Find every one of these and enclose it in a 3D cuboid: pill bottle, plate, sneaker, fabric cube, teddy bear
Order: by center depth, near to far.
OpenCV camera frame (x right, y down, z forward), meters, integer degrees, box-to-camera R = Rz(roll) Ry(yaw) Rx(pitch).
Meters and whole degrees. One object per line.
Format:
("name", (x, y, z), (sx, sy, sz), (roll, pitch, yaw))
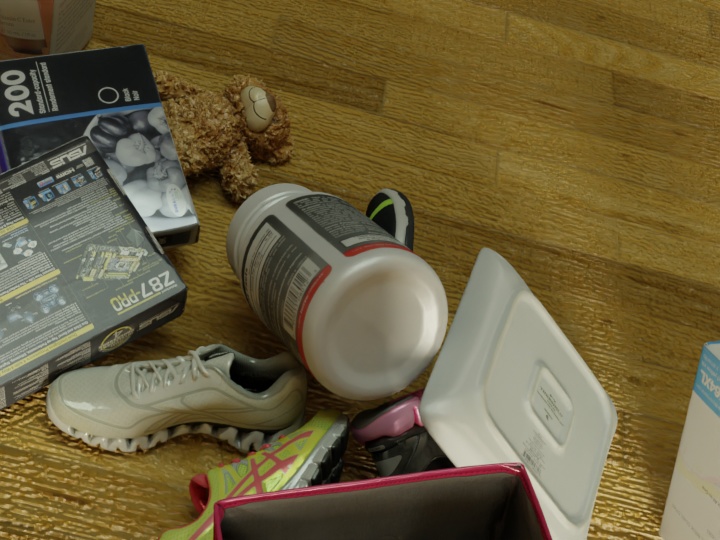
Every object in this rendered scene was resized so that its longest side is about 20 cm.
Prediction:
("fabric cube", (0.017, 0.261, 0.845), (0.194, 0.201, 0.201), (-4, 46, -14))
("sneaker", (-0.075, 0.158, 1.027), (0.090, 0.079, 0.200), (23, 40, 18))
("sneaker", (-0.135, 0.088, 1.074), (0.197, 0.082, 0.076), (2, 47, -14))
("pill bottle", (-0.026, 0.007, 1.093), (0.115, 0.117, 0.200), (-7, 24, -24))
("plate", (0.134, 0.108, 1.093), (0.200, 0.032, 0.201), (52, 38, -21))
("sneaker", (0.081, 0.130, 1.120), (0.199, 0.079, 0.096), (-17, 82, -41))
("sneaker", (0.000, 0.000, 1.214), (0.082, 0.072, 0.201), (8, 43, -7))
("teddy bear", (-0.148, -0.126, 1.297), (0.198, 0.067, 0.146), (-4, 49, -21))

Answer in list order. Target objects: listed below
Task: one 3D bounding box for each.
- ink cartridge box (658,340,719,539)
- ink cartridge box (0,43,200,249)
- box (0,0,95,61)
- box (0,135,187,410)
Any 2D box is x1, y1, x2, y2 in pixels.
("ink cartridge box", (0.318, 0.166, 1.072), (0.127, 0.202, 0.125), (-4, 29, -21))
("ink cartridge box", (-0.254, -0.093, 1.202), (0.198, 0.044, 0.200), (-12, 62, -17))
("box", (-0.326, -0.293, 1.311), (0.151, 0.201, 0.107), (20, 43, 4))
("box", (-0.256, 0.004, 1.094), (0.199, 0.049, 0.162), (-29, 69, -24))
